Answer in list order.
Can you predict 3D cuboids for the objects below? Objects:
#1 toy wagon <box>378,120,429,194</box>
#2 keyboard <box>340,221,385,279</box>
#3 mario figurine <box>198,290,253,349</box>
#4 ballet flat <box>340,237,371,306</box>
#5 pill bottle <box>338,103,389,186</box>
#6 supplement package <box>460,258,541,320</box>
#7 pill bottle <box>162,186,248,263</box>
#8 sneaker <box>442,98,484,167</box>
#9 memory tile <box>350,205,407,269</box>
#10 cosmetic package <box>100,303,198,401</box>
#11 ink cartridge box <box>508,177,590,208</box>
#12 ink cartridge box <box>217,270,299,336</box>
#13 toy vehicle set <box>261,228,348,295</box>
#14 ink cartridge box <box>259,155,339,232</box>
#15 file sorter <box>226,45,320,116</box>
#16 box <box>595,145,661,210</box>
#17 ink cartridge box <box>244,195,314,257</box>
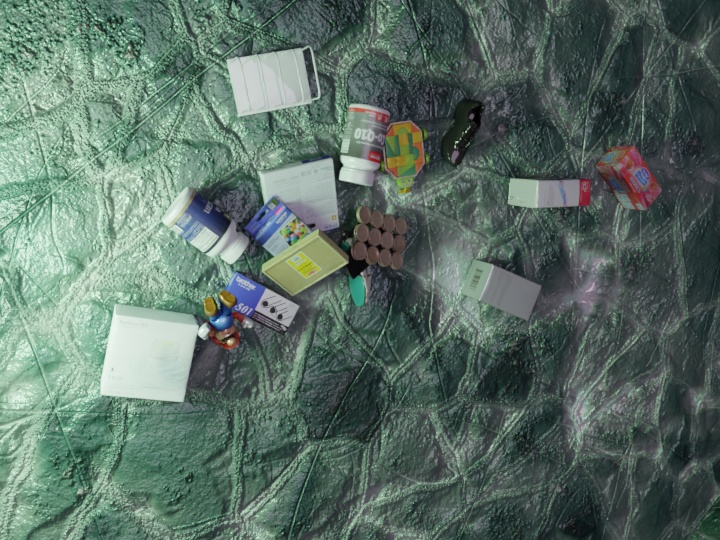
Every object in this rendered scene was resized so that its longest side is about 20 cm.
[{"bbox_3d":[0.122,-0.317,1.788,0.153,0.040,0.203,-12,104,-20],"label":"toy wagon"},{"bbox_3d":[0.006,-0.078,1.747,0.200,0.020,0.128,-43,117,-37],"label":"keyboard"},{"bbox_3d":[-0.339,0.142,1.609,0.122,0.201,0.107,5,56,-1],"label":"mario figurine"},{"bbox_3d":[0.000,0.000,1.783,0.071,0.072,0.202,-17,104,-18],"label":"ballet flat"},{"bbox_3d":[0.007,-0.334,1.697,0.113,0.114,0.203,8,96,-23],"label":"pill bottle"},{"bbox_3d":[0.430,0.058,1.941,0.198,0.117,0.118,22,90,-24],"label":"supplement package"},{"bbox_3d":[-0.381,-0.106,1.582,0.199,0.111,0.112,39,84,-24],"label":"pill bottle"},{"bbox_3d":[0.297,-0.397,1.818,0.075,0.091,0.202,13,96,-26],"label":"sneaker"},{"bbox_3d":[0.055,-0.089,1.769,0.199,0.017,0.155,13,80,-43],"label":"memory tile"},{"bbox_3d":[-0.524,0.204,1.575,0.197,0.123,0.203,10,94,-24],"label":"cosmetic package"},{"bbox_3d":[0.574,-0.238,1.930,0.198,0.147,0.087,-3,101,-23],"label":"ink cartridge box"},{"bbox_3d":[-0.271,0.089,1.699,0.199,0.044,0.095,30,86,-24],"label":"ink cartridge box"},{"bbox_3d":[-0.146,-0.018,1.667,0.199,0.027,0.124,-30,129,23],"label":"toy vehicle set"},{"bbox_3d":[-0.159,-0.188,1.688,0.194,0.043,0.202,-16,121,-19],"label":"ink cartridge box"},{"bbox_3d":[-0.211,-0.474,1.577,0.198,0.124,0.141,-16,106,-19],"label":"file sorter"},{"bbox_3d":[0.875,-0.301,2.067,0.095,0.102,0.200,-47,111,-9],"label":"box"},{"bbox_3d":[-0.196,-0.090,1.672,0.119,0.042,0.200,-47,122,2],"label":"ink cartridge box"}]
